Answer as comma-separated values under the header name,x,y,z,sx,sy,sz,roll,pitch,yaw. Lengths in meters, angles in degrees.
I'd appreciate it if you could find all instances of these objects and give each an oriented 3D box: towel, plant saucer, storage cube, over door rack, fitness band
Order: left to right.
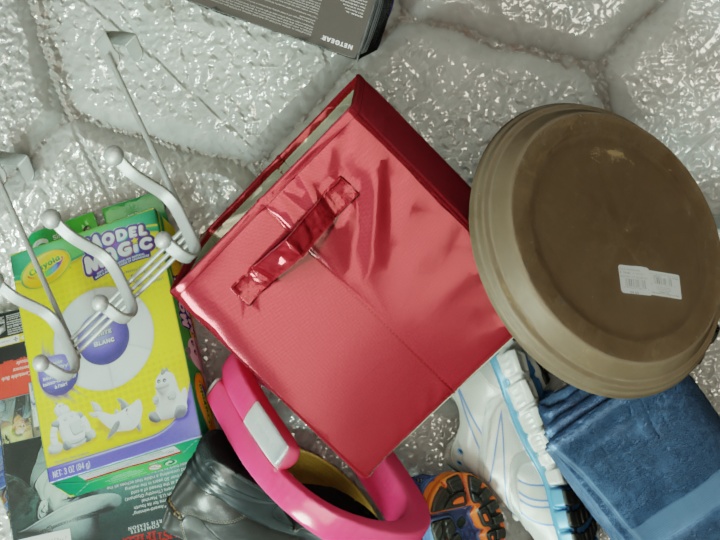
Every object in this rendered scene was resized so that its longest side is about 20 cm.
name,x,y,z,sx,sy,sz,roll,pitch,yaw
over door rack,-0.193,-0.049,1.270,0.148,0.066,0.201,-41,52,27
fitness band,-0.029,0.124,1.289,0.143,0.200,0.038,28,107,-38
storage cube,0.000,0.000,1.266,0.180,0.200,0.171,44,100,-9
plant saucer,0.159,-0.018,1.208,0.201,0.200,0.029,52,144,-4
towel,0.214,0.149,1.312,0.111,0.049,0.201,-33,114,8

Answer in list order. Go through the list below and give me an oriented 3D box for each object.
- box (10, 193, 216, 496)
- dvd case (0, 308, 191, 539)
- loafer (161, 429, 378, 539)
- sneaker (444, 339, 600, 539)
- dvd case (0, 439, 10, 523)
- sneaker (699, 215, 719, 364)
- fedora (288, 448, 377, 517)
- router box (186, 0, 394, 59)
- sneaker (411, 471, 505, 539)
name,x,y,z,sx,sy,sz,roll,pitch,yaw
box,-0.175,0.044,1.326,0.116,0.048,0.202,-18,66,8
dvd case,-0.187,0.111,1.342,0.145,0.022,0.202,-15,67,8
loafer,-0.044,0.185,1.293,0.199,0.073,0.072,33,106,-18
sneaker,0.109,0.141,1.347,0.086,0.075,0.202,-20,92,19
dvd case,-0.184,0.167,1.353,0.142,0.018,0.201,-31,66,9
sneaker,0.257,0.016,1.308,0.198,0.071,0.100,1,101,11
fedora,-0.071,0.227,1.364,0.198,0.082,0.203,1,100,6
router box,-0.079,-0.199,1.259,0.198,0.157,0.053,20,101,3
sneaker,0.078,0.226,1.361,0.075,0.078,0.202,-28,112,-28
